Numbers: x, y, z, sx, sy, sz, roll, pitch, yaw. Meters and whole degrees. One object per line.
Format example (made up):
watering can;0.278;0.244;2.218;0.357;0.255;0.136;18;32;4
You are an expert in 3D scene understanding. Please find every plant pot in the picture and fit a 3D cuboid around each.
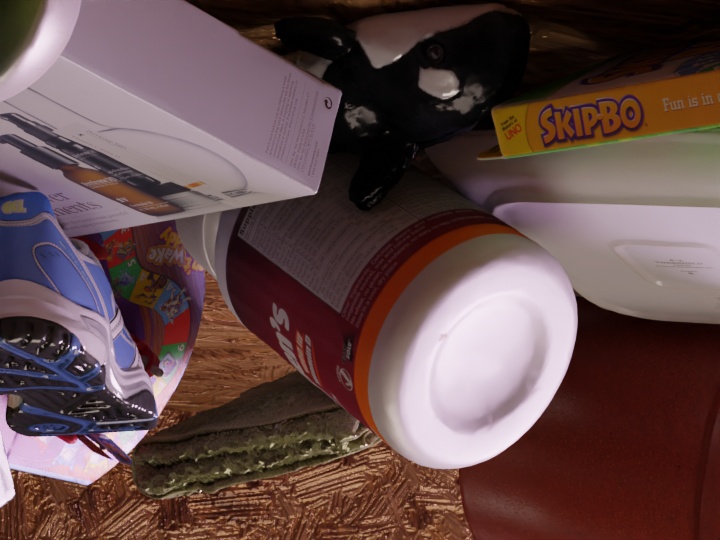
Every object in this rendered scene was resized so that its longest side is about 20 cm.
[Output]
plant pot;0.169;0.097;1.047;0.194;0.203;0.200;9;176;31

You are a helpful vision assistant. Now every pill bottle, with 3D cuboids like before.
pill bottle;0.000;0.000;0.912;0.109;0.110;0.200;10;-163;-40

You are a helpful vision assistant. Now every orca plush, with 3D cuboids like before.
orca plush;-0.011;-0.063;0.847;0.199;0.072;0.105;-2;170;31

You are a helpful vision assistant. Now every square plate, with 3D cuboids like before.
square plate;0.153;-0.013;0.900;0.199;0.029;0.198;3;160;35

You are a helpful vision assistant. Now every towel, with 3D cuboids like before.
towel;-0.018;0.069;1.022;0.148;0.037;0.199;-25;-176;-42

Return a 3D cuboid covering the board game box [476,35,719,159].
board game box;0.142;-0.075;0.764;0.199;0.030;0.095;-10;-169;45

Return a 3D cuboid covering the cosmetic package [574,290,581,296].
cosmetic package;0.214;-0.001;1.179;0.199;0.072;0.105;9;168;-38

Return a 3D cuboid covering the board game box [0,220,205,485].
board game box;-0.143;0.037;1.019;0.039;0.159;0.199;26;-178;38

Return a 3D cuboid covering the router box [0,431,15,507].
router box;-0.229;0.002;0.819;0.156;0.201;0.052;19;-142;38

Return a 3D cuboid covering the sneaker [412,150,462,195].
sneaker;0.057;-0.034;1.024;0.076;0.081;0.200;9;149;-29

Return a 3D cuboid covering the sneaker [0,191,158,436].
sneaker;-0.135;0.029;0.910;0.075;0.078;0.200;-4;160;-2

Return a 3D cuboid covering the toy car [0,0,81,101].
toy car;-0.196;-0.067;0.616;0.199;0.151;0.175;-3;169;32

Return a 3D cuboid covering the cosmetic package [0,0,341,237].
cosmetic package;-0.129;-0.070;0.817;0.150;0.052;0.199;29;157;-36

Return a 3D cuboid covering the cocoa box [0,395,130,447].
cocoa box;-0.236;0.026;1.077;0.133;0.132;0.199;-7;167;37
